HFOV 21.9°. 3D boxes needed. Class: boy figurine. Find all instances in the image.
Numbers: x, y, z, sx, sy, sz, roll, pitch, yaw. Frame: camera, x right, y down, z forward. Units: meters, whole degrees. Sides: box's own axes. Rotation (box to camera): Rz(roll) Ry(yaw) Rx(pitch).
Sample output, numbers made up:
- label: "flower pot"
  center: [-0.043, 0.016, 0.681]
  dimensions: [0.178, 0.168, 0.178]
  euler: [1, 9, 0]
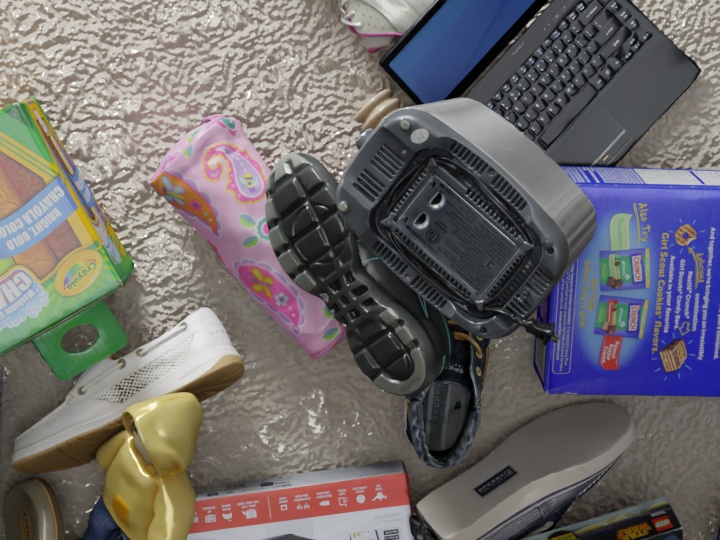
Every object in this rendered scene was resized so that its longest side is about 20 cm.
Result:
- label: "boy figurine"
  center: [-0.166, 0.173, 1.393]
  dimensions: [0.064, 0.124, 0.200]
  euler: [-6, 139, -36]

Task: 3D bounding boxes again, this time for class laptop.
- label: "laptop"
  center: [0.141, -0.154, 1.407]
  dimensions: [0.200, 0.103, 0.177]
  euler: [43, 93, -8]

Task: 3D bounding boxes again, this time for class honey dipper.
- label: "honey dipper"
  center: [0.073, -0.055, 1.422]
  dimensions: [0.038, 0.038, 0.200]
  euler: [-41, 81, 2]

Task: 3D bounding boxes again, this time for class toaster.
- label: "toaster"
  center: [0.088, -0.039, 1.331]
  dimensions: [0.200, 0.129, 0.114]
  euler: [40, 116, 7]

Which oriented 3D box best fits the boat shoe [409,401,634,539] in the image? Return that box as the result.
- label: "boat shoe"
  center: [0.135, 0.186, 1.472]
  dimensions: [0.200, 0.075, 0.093]
  euler: [-28, 128, -12]

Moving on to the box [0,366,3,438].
- label: "box"
  center: [-0.323, 0.180, 1.383]
  dimensions: [0.096, 0.176, 0.201]
  euler: [3, 97, -4]

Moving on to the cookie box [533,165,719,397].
- label: "cookie box"
  center: [0.242, 0.009, 1.434]
  dimensions: [0.199, 0.075, 0.172]
  euler: [2, 107, -3]

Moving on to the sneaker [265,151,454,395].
- label: "sneaker"
  center: [0.000, 0.000, 1.373]
  dimensions: [0.075, 0.079, 0.200]
  euler: [-34, 84, 34]

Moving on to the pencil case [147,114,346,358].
- label: "pencil case"
  center: [-0.069, -0.026, 1.421]
  dimensions: [0.087, 0.087, 0.200]
  euler: [-43, 97, 2]

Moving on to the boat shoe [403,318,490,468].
- label: "boat shoe"
  center: [0.073, 0.052, 1.433]
  dimensions: [0.071, 0.091, 0.201]
  euler: [4, 96, -4]

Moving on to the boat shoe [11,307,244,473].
- label: "boat shoe"
  center: [-0.187, 0.093, 1.442]
  dimensions: [0.200, 0.071, 0.069]
  euler: [-27, 71, 8]

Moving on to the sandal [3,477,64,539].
- label: "sandal"
  center: [-0.252, 0.250, 1.406]
  dimensions: [0.080, 0.054, 0.200]
  euler: [-39, 55, 37]

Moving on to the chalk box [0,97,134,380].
- label: "chalk box"
  center: [-0.251, -0.013, 1.391]
  dimensions: [0.125, 0.124, 0.200]
  euler: [-30, 97, 1]

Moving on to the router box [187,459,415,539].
- label: "router box"
  center: [-0.051, 0.254, 1.470]
  dimensions: [0.199, 0.049, 0.180]
  euler: [-8, 97, -2]

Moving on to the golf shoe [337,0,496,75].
- label: "golf shoe"
  center: [0.002, -0.220, 1.410]
  dimensions: [0.200, 0.075, 0.092]
  euler: [28, 97, -5]

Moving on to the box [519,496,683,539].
- label: "box"
  center: [0.155, 0.262, 1.449]
  dimensions: [0.200, 0.040, 0.137]
  euler: [-16, 130, -6]

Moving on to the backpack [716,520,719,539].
- label: "backpack"
  center: [0.349, 0.278, 1.446]
  dimensions: [0.167, 0.163, 0.200]
  euler: [12, 108, 5]
